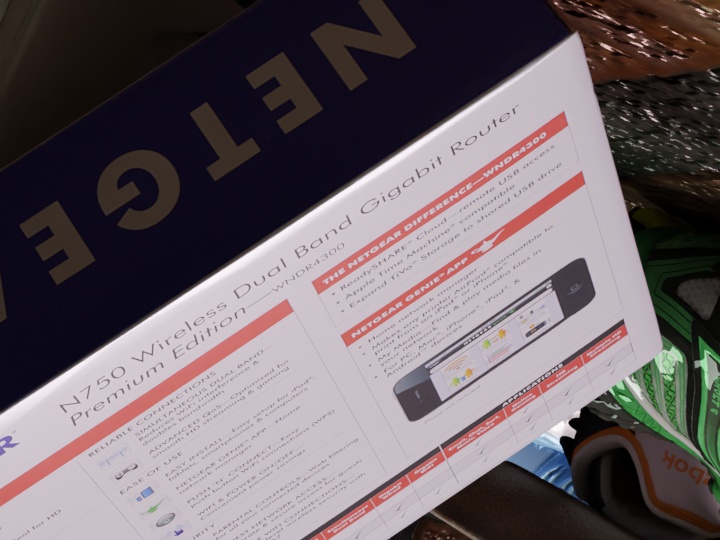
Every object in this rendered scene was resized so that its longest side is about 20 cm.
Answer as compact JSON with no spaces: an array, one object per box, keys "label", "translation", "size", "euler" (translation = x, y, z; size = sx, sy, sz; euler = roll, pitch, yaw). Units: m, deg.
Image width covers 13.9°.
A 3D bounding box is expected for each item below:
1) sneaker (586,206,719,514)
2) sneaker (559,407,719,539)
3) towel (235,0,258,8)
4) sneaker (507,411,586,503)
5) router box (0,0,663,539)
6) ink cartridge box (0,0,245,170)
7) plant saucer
[{"label":"sneaker","translation":[0.142,0.051,0.880],"size":[0.085,0.078,0.200],"euler":[15,168,48]},{"label":"sneaker","translation":[0.110,0.060,1.063],"size":[0.078,0.080,0.200],"euler":[23,175,2]},{"label":"towel","translation":[-0.059,-0.088,0.749],"size":[0.200,0.031,0.149],"euler":[25,176,-26]},{"label":"sneaker","translation":[0.087,0.085,1.197],"size":[0.200,0.090,0.078],"euler":[30,-161,-12]},{"label":"router box","translation":[-0.032,0.023,0.672],"size":[0.049,0.200,0.180],"euler":[55,176,25]},{"label":"ink cartridge box","translation":[-0.129,-0.057,0.712],"size":[0.200,0.085,0.144],"euler":[19,174,27]},{"label":"plant saucer","translation":[0.106,0.119,1.018],"size":[0.200,0.032,0.200],"euler":[34,177,2]}]
